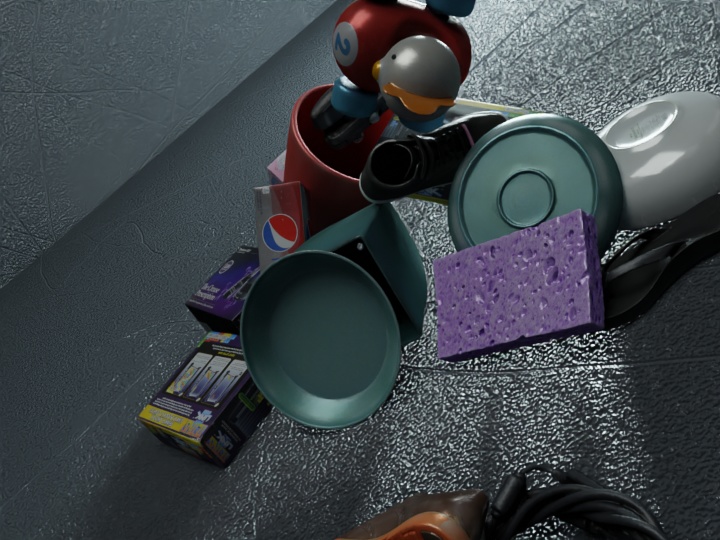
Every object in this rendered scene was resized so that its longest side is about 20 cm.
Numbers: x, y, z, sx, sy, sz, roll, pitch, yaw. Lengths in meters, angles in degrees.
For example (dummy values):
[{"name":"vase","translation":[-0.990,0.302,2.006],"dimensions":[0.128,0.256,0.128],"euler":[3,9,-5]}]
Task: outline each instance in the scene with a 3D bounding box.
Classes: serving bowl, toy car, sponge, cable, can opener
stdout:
[{"name":"serving bowl","translation":[0.323,-0.136,0.915],"dimensions":[0.198,0.066,0.201],"euler":[-30,26,16]},{"name":"toy car","translation":[0.049,-0.236,0.960],"dimensions":[0.201,0.173,0.187],"euler":[-87,10,-57]},{"name":"sponge","translation":[0.152,0.021,0.835],"dimensions":[0.198,0.029,0.114],"euler":[-20,63,46]},{"name":"cable","translation":[0.135,0.222,0.578],"dimensions":[0.163,0.051,0.199],"euler":[-43,26,-9]},{"name":"can opener","translation":[0.024,-0.240,1.118],"dimensions":[0.199,0.079,0.064],"euler":[-38,66,-5]}]

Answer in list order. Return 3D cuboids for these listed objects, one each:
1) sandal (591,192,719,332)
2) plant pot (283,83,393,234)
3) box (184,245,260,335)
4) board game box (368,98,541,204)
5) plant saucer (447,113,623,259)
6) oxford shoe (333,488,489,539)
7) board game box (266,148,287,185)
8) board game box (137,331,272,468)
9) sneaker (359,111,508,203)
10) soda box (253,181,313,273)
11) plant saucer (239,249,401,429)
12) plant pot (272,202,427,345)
[{"name":"sandal","translation":[0.280,-0.017,0.795],"dimensions":[0.199,0.043,0.076],"euler":[-38,25,2]},{"name":"plant pot","translation":[-0.029,-0.142,1.227],"dimensions":[0.202,0.198,0.178],"euler":[-62,0,-42]},{"name":"box","translation":[-0.168,0.040,1.269],"dimensions":[0.141,0.079,0.199],"euler":[-45,25,-21]},{"name":"board game box","translation":[0.128,-0.160,1.099],"dimensions":[0.196,0.057,0.167],"euler":[12,45,17]},{"name":"plant saucer","translation":[0.182,-0.076,0.896],"dimensions":[0.196,0.027,0.205],"euler":[-6,78,26]},{"name":"oxford shoe","translation":[0.032,0.231,0.682],"dimensions":[0.199,0.072,0.073],"euler":[-33,2,44]},{"name":"board game box","translation":[-0.070,-0.178,1.408],"dimensions":[0.199,0.043,0.201],"euler":[-47,-15,-18]},{"name":"board game box","translation":[-0.192,0.166,1.111],"dimensions":[0.198,0.057,0.166],"euler":[1,47,54]},{"name":"sneaker","translation":[0.090,-0.135,0.963],"dimensions":[0.197,0.072,0.099],"euler":[-23,-2,2]},{"name":"soda box","translation":[-0.097,-0.011,1.110],"dimensions":[0.068,0.205,0.063],"euler":[-6,-7,9]},{"name":"plant saucer","translation":[-0.042,0.076,0.929],"dimensions":[0.198,0.203,0.036],"euler":[-26,-1,24]},{"name":"plant pot","translation":[0.000,0.000,1.039],"dimensions":[0.140,0.143,0.201],"euler":[-25,19,24]}]
